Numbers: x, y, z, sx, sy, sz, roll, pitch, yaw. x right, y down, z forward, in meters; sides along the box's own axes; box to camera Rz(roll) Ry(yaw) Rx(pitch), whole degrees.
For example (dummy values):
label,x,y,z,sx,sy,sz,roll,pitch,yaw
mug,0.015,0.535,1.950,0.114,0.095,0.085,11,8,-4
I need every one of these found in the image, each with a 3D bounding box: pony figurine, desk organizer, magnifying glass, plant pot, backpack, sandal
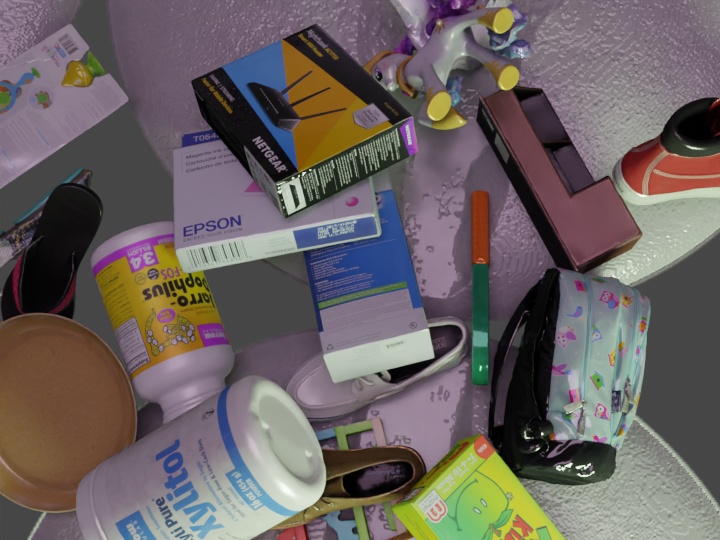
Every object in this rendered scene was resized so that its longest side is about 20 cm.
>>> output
label,x,y,z,sx,sy,sz,roll,pitch,yaw
pony figurine,0.085,-0.229,1.269,0.166,0.200,0.193,37,89,-32
desk organizer,0.197,-0.095,1.289,0.077,0.072,0.200,-27,78,-3
magnifying glass,0.119,0.016,1.278,0.022,0.080,0.200,1,69,7
plant pot,-0.308,0.140,1.279,0.200,0.027,0.200,2,97,16
backpack,0.201,0.100,1.219,0.126,0.167,0.200,13,77,-9
sandal,-0.312,0.005,1.274,0.075,0.045,0.200,21,118,-8

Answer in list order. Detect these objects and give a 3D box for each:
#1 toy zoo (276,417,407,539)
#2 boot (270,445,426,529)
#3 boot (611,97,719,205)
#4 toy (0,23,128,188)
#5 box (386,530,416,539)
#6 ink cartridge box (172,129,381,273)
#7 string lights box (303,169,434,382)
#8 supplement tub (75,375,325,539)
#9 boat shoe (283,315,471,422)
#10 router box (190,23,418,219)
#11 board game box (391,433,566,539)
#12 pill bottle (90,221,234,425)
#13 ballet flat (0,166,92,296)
label,x,y,z,sx,sy,sz,roll,pitch,yaw
toy zoo,-0.062,0.231,1.271,0.200,0.020,0.131,-14,78,2
boot,-0.039,0.204,1.226,0.200,0.075,0.074,-13,83,5
boot,0.356,-0.127,1.223,0.200,0.144,0.073,-14,73,-23
toy,-0.354,-0.159,1.357,0.200,0.047,0.115,-37,75,-7
box,-0.010,0.338,1.226,0.200,0.041,0.119,-23,90,-2
ink cartridge box,-0.089,-0.098,1.279,0.196,0.043,0.200,-12,50,3
string lights box,0.000,0.000,1.256,0.103,0.059,0.200,-14,56,2
supplement tub,-0.145,0.196,1.177,0.200,0.132,0.132,-32,78,16
boat shoe,0.015,0.096,1.268,0.200,0.066,0.072,-17,79,1
router box,-0.058,-0.151,1.256,0.149,0.051,0.200,-27,47,-14
board game box,0.132,0.263,1.191,0.102,0.048,0.200,-40,92,-28
pill bottle,-0.189,0.060,1.272,0.104,0.104,0.200,-22,79,0
ballet flat,-0.345,-0.026,1.328,0.200,0.074,0.074,-36,79,-1
